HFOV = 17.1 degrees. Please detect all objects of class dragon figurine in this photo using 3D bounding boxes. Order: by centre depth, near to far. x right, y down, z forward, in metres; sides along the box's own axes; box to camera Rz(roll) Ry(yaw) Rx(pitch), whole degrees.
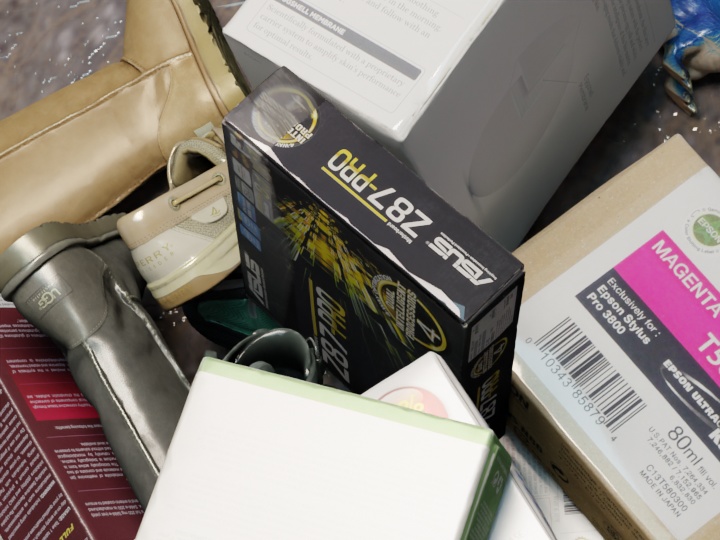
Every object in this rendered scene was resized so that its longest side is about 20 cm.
[{"bbox_3d":[0.191,-0.160,1.376,0.099,0.059,0.200,-44,64,-8],"label":"dragon figurine"}]

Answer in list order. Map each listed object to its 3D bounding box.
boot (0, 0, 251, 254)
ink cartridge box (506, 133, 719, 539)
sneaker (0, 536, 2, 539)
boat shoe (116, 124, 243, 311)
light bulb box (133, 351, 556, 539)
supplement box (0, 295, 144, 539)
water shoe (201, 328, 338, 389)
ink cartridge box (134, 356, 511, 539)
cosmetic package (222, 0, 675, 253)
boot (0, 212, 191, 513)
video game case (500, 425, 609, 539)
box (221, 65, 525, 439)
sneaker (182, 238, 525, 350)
[{"bbox_3d":[-0.175,-0.103,1.441,0.199,0.066,0.176,-30,53,5],"label":"boot"},{"bbox_3d":[0.166,0.055,1.249,0.164,0.075,0.200,-37,72,-14],"label":"ink cartridge box"},{"bbox_3d":[-0.221,0.135,1.337,0.070,0.080,0.201,-34,64,-5],"label":"sneaker"},{"bbox_3d":[-0.073,-0.052,1.337,0.072,0.065,0.200,-28,13,36],"label":"boat shoe"},{"bbox_3d":[0.006,0.171,1.153,0.198,0.200,0.125,-32,61,0],"label":"light bulb box"},{"bbox_3d":[-0.163,0.094,1.318,0.061,0.109,0.200,-50,59,27],"label":"supplement box"},{"bbox_3d":[-0.031,0.069,1.216,0.071,0.200,0.079,12,97,15],"label":"water shoe"},{"bbox_3d":[-0.034,0.148,1.035,0.145,0.048,0.201,13,72,20],"label":"ink cartridge box"},{"bbox_3d":[0.054,-0.128,1.251,0.123,0.200,0.200,32,77,25],"label":"cosmetic package"},{"bbox_3d":[-0.107,0.067,1.287,0.073,0.182,0.200,-43,82,16],"label":"boot"},{"bbox_3d":[0.048,0.183,1.270,0.180,0.036,0.201,-8,65,11],"label":"video game case"},{"bbox_3d":[0.007,0.006,1.195,0.049,0.200,0.161,-41,71,-17],"label":"box"},{"bbox_3d":[0.000,0.000,1.355,0.199,0.075,0.088,0,55,3],"label":"sneaker"}]
